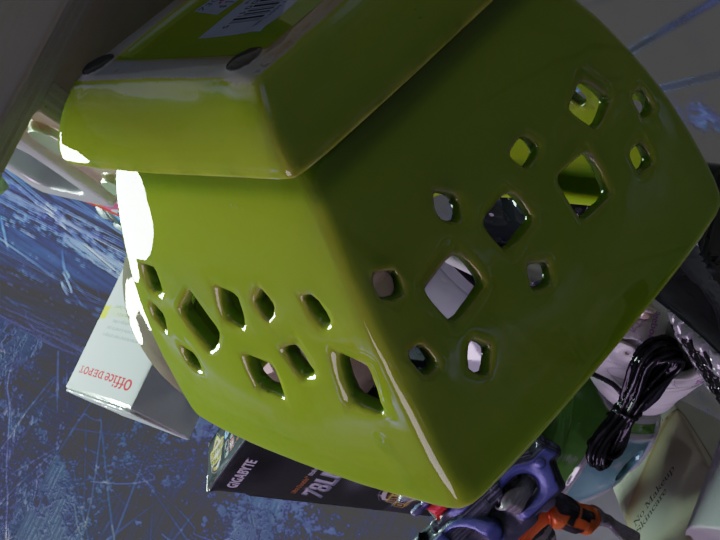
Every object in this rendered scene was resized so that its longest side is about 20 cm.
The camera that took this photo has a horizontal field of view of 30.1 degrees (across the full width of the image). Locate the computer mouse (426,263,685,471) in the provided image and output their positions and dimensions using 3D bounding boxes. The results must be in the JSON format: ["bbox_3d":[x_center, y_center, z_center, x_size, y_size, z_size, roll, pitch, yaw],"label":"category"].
[{"bbox_3d":[0.115,0.060,0.881,0.199,0.110,0.044,24,-148,-17],"label":"computer mouse"}]

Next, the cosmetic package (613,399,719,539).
[{"bbox_3d":[0.275,0.196,1.083,0.073,0.104,0.200,27,-164,-10],"label":"cosmetic package"}]

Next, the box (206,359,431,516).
[{"bbox_3d":[0.001,0.128,1.033,0.197,0.050,0.200,8,148,-20],"label":"box"}]

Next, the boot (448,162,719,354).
[{"bbox_3d":[0.149,-0.012,0.752,0.162,0.074,0.198,13,160,41],"label":"boot"}]

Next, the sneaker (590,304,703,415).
[{"bbox_3d":[0.161,0.033,0.948,0.199,0.075,0.100,23,154,-12],"label":"sneaker"}]

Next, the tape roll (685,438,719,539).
[{"bbox_3d":[0.336,0.148,0.887,0.202,0.140,0.203,24,167,6],"label":"tape roll"}]

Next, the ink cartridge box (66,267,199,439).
[{"bbox_3d":[-0.197,0.057,1.363,0.083,0.201,0.145,34,164,-35],"label":"ink cartridge box"}]

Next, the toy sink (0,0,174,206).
[{"bbox_3d":[-0.141,-0.099,0.656,0.130,0.201,0.112,11,161,44],"label":"toy sink"}]

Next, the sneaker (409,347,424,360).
[{"bbox_3d":[0.000,0.000,1.076,0.200,0.115,0.075,57,174,15],"label":"sneaker"}]

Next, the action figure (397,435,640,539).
[{"bbox_3d":[0.083,0.191,0.983,0.193,0.200,0.105,45,-164,-25],"label":"action figure"}]

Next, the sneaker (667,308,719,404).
[{"bbox_3d":[0.265,0.060,0.817,0.075,0.081,0.200,52,175,-32],"label":"sneaker"}]

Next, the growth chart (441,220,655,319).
[{"bbox_3d":[0.105,-0.001,0.849,0.144,0.018,0.200,28,-169,29],"label":"growth chart"}]

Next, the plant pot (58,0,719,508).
[{"bbox_3d":[0.003,-0.047,0.576,0.198,0.200,0.182,9,135,50],"label":"plant pot"}]

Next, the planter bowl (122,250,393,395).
[{"bbox_3d":[-0.046,-0.015,0.892,0.199,0.201,0.135,26,142,-7],"label":"planter bowl"}]

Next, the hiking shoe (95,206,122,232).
[{"bbox_3d":[-0.153,-0.033,1.211,0.199,0.075,0.087,26,168,-5],"label":"hiking shoe"}]

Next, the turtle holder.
[{"bbox_3d":[0.160,0.135,1.080,0.131,0.187,0.141,10,-165,-18],"label":"turtle holder"}]

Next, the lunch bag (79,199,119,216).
[{"bbox_3d":[-0.204,-0.095,1.069,0.199,0.082,0.176,22,171,18],"label":"lunch bag"}]

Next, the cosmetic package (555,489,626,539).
[{"bbox_3d":[0.191,0.207,1.322,0.167,0.167,0.200,24,168,0],"label":"cosmetic package"}]
